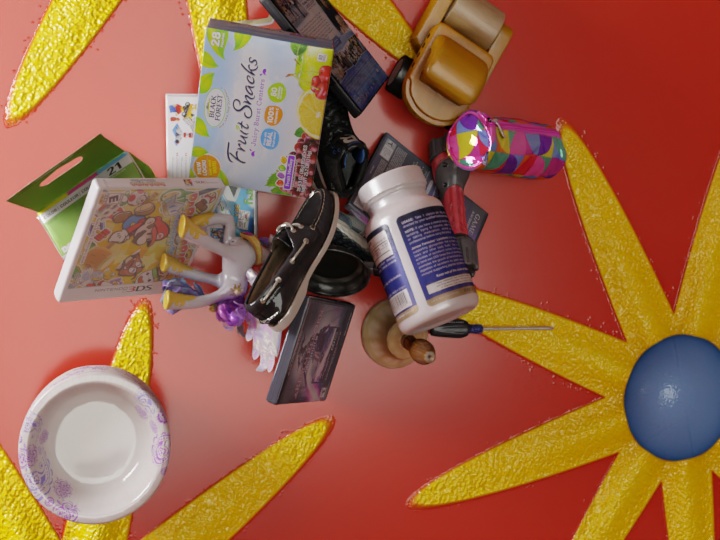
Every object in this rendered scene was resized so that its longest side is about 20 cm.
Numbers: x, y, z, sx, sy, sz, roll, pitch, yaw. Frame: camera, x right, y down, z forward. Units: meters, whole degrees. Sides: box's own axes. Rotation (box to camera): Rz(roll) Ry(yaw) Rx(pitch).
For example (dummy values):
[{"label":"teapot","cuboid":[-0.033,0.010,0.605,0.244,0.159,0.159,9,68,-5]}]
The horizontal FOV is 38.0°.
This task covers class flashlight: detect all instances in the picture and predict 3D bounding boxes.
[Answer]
[{"label":"flashlight","cuboid":[0.135,-0.092,1.476,0.067,0.067,0.204,30,49,-50]}]

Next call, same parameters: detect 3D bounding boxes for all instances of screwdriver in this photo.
[{"label":"screwdriver","cuboid":[0.198,0.087,1.565,0.195,0.029,0.029,1,95,-7]}]

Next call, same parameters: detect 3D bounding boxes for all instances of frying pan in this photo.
[{"label":"frying pan","cuboid":[-0.009,-0.009,1.461,0.187,0.031,0.115,-15,140,25]}]

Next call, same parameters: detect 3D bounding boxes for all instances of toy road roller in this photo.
[{"label":"toy road roller","cuboid":[0.134,-0.298,1.460,0.122,0.146,0.202,29,88,-13]}]

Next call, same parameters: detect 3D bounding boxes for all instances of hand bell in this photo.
[{"label":"hand bell","cuboid":[0.070,0.101,1.454,0.102,0.200,0.107,-1,95,-11]}]

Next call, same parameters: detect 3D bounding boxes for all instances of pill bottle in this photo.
[{"label":"pill bottle","cuboid":[0.072,-0.028,1.390,0.114,0.116,0.203,-18,79,-10]}]

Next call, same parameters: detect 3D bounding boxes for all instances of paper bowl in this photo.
[{"label":"paper bowl","cuboid":[-0.357,0.230,1.420,0.196,0.104,0.205,-1,95,-12]}]

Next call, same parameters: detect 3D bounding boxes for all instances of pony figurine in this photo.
[{"label":"pony figurine","cuboid":[-0.164,0.016,1.386,0.197,0.166,0.197,7,108,-29]}]

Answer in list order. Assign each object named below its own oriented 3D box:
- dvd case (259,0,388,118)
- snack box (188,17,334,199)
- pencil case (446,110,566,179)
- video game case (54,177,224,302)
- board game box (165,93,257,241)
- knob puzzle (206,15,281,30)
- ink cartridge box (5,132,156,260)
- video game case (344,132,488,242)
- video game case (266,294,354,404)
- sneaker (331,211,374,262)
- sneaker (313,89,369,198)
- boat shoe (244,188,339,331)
[{"label":"dvd case","cuboid":[-0.046,-0.314,1.432,0.017,0.143,0.201,-32,105,32]},{"label":"snack box","cuboid":[-0.130,-0.209,1.361,0.165,0.068,0.204,9,112,-6]},{"label":"pencil case","cuboid":[0.209,-0.175,1.476,0.198,0.087,0.090,0,96,-47]},{"label":"video game case","cuboid":[-0.287,-0.039,1.357,0.180,0.023,0.201,-5,138,-39]},{"label":"board game box","cuboid":[-0.203,-0.139,1.440,0.123,0.035,0.205,1,100,-4]},{"label":"knob puzzle","cuboid":[-0.108,-0.262,1.469,0.215,0.030,0.225,-1,95,-12]},{"label":"ink cartridge box","cuboid":[-0.339,-0.083,1.333,0.147,0.200,0.076,-34,83,1]},{"label":"video game case","cuboid":[0.084,-0.085,1.499,0.199,0.019,0.144,37,57,-14]},{"label":"video game case","cuboid":[-0.064,0.109,1.428,0.019,0.200,0.146,18,90,16]},{"label":"sneaker","cuboid":[0.018,-0.051,1.501,0.198,0.077,0.088,28,67,-22]},{"label":"sneaker","cuboid":[-0.029,-0.201,1.433,0.072,0.111,0.204,-13,106,-25]},{"label":"boat shoe","cuboid":[-0.088,-0.024,1.333,0.060,0.073,0.203,33,71,-29]}]
